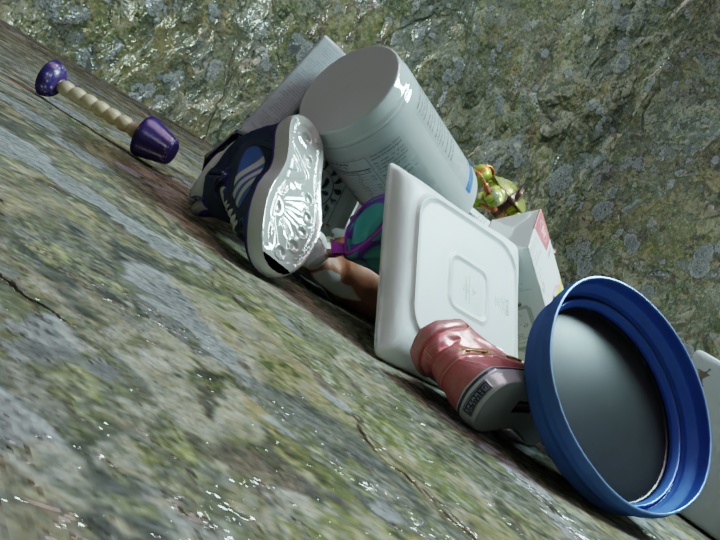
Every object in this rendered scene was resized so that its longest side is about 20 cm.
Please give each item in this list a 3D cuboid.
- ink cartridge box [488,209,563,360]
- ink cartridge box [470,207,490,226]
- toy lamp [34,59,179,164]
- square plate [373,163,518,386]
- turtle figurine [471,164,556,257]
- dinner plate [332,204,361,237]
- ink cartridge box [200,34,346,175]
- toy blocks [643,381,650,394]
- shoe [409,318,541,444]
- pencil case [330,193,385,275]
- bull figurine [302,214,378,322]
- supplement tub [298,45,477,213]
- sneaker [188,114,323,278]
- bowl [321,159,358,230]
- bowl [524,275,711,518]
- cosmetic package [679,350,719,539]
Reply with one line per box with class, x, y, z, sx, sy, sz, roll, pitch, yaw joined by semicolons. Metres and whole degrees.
ink cartridge box;0.199;0.046;1.116;0.117;0.067;0.202;-56;130;-60
ink cartridge box;0.171;-0.017;1.336;0.199;0.085;0.145;38;11;4
toy lamp;-0.325;-0.202;1.251;0.199;0.058;0.058;33;4;7
square plate;0.094;0.019;0.921;0.197;0.202;0.028;28;-36;-36
turtle figurine;0.186;-0.076;1.224;0.162;0.064;0.200;54;0;1
dinner plate;0.012;-0.059;1.223;0.024;0.199;0.200;69;-9;-19
ink cartridge box;-0.109;-0.166;1.144;0.041;0.200;0.200;43;-14;-3
toy blocks;0.266;0.156;0.929;0.200;0.099;0.137;53;15;-47
shoe;0.121;0.093;0.844;0.091;0.072;0.199;45;15;33
pencil case;0.069;0.009;0.994;0.200;0.092;0.085;42;25;-26
bull figurine;0.000;0.000;1.053;0.200;0.065;0.122;39;30;-23
supplement tub;0.035;-0.133;1.074;0.132;0.132;0.200;36;-12;50
sneaker;-0.115;-0.057;0.965;0.080;0.146;0.201;40;42;-36
bowl;-0.041;-0.110;1.182;0.094;0.202;0.201;26;4;0
bowl;0.214;0.106;0.801;0.200;0.202;0.039;30;-38;-25
cosmetic package;0.441;0.221;1.099;0.199;0.167;0.167;29;4;-46
